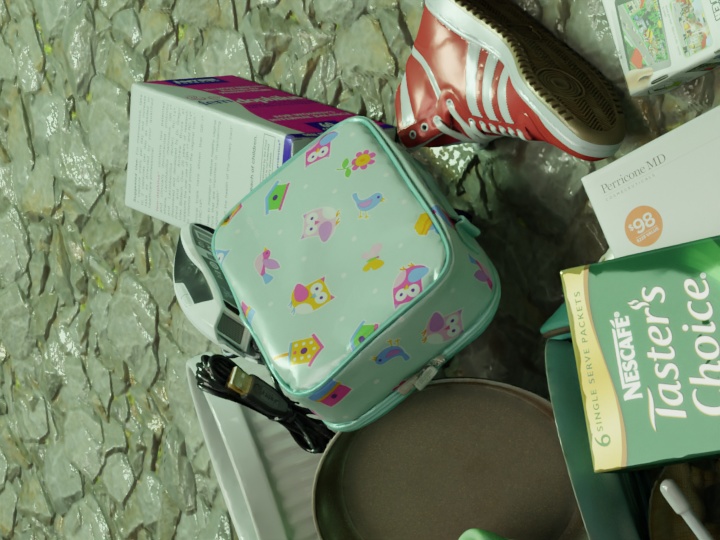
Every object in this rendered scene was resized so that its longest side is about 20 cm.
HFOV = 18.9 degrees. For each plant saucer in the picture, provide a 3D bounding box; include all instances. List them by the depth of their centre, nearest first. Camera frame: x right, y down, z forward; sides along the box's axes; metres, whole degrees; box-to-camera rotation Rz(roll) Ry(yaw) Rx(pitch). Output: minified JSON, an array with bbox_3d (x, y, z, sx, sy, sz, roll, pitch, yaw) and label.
[{"bbox_3d":[0.159,0.134,1.338,0.027,0.200,0.200,-19,81,12],"label":"plant saucer"},{"bbox_3d":[0.068,0.150,1.453,0.032,0.200,0.200,-85,12,-60],"label":"plant saucer"}]

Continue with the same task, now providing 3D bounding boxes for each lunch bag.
[{"bbox_3d":[0.000,0.000,1.416,0.160,0.077,0.200,-39,44,7],"label":"lunch bag"}]

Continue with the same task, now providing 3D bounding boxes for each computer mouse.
[{"bbox_3d":[-0.087,0.042,1.482,0.044,0.110,0.200,-49,37,19],"label":"computer mouse"}]

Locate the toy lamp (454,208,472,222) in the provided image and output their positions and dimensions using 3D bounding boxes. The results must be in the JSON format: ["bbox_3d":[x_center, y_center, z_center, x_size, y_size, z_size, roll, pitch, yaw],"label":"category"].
[{"bbox_3d":[0.043,0.055,1.534,0.058,0.058,0.200,22,111,45],"label":"toy lamp"}]

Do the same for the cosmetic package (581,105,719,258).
[{"bbox_3d":[0.245,-0.028,1.233,0.200,0.052,0.151,-28,72,25],"label":"cosmetic package"}]

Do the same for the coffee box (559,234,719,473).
[{"bbox_3d":[0.215,0.040,1.192,0.200,0.044,0.123,-11,83,28],"label":"coffee box"}]

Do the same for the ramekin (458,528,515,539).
[{"bbox_3d":[0.112,0.269,1.395,0.200,0.097,0.200,-176,90,-81],"label":"ramekin"}]

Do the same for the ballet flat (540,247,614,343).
[{"bbox_3d":[0.194,0.004,1.343,0.200,0.067,0.071,-10,84,44],"label":"ballet flat"}]

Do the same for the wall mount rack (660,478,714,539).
[{"bbox_3d":[0.270,0.160,1.203,0.200,0.075,0.174,-36,54,5],"label":"wall mount rack"}]

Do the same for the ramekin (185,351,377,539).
[{"bbox_3d":[-0.045,0.141,1.562,0.200,0.105,0.200,161,90,-80],"label":"ramekin"}]

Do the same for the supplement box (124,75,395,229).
[{"bbox_3d":[-0.078,-0.076,1.612,0.200,0.101,0.104,20,112,45],"label":"supplement box"}]

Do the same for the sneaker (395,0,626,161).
[{"bbox_3d":[0.094,-0.102,1.431,0.200,0.071,0.113,50,127,41],"label":"sneaker"}]

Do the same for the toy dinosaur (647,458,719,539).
[{"bbox_3d":[0.199,0.162,1.325,0.058,0.101,0.200,-7,88,31],"label":"toy dinosaur"}]

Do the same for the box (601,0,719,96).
[{"bbox_3d":[0.185,-0.219,1.330,0.110,0.035,0.200,-24,79,49],"label":"box"}]
